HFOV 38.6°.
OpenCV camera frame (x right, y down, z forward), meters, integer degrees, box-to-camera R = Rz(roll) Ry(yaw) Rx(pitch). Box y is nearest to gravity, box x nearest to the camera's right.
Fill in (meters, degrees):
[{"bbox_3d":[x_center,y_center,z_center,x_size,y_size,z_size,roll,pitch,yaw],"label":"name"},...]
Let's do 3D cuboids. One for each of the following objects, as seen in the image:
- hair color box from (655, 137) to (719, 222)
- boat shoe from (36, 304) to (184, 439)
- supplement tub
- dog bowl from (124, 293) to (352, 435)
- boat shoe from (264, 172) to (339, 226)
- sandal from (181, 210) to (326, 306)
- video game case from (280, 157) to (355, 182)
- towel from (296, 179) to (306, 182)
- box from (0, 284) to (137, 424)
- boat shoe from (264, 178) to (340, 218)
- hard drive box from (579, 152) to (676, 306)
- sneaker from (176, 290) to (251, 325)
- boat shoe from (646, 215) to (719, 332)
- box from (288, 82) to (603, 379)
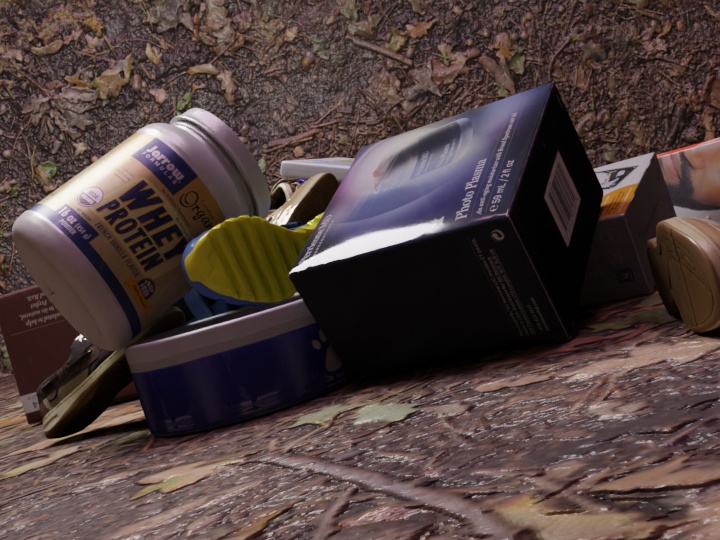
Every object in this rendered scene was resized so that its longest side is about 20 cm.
[{"bbox_3d":[0.332,-0.068,1.022,0.064,0.112,0.199,-18,2,-36],"label":"hair color box"},{"bbox_3d":[-0.253,0.086,1.001,0.200,0.065,0.073,-42,-17,18],"label":"boat shoe"},{"bbox_3d":[-0.192,-0.041,0.927,0.200,0.145,0.144,-42,13,-24],"label":"supplement tub"},{"bbox_3d":[-0.100,0.076,0.901,0.198,0.080,0.200,-16,2,1],"label":"dog bowl"},{"bbox_3d":[-0.091,-0.029,1.109,0.066,0.074,0.201,13,58,35],"label":"boat shoe"},{"bbox_3d":[-0.080,-0.007,0.917,0.087,0.080,0.199,-19,-9,43],"label":"sandal"},{"bbox_3d":[0.029,-0.120,1.255,0.198,0.022,0.182,7,10,20],"label":"video game case"},{"bbox_3d":[-0.028,-0.075,1.302,0.198,0.050,0.148,7,37,36],"label":"towel"},{"bbox_3d":[-0.337,0.083,1.338,0.164,0.166,0.200,-15,2,12],"label":"box"},{"bbox_3d":[-0.077,-0.073,1.203,0.199,0.066,0.072,-25,29,-33],"label":"boat shoe"},{"bbox_3d":[0.183,-0.026,0.974,0.198,0.077,0.156,-15,18,31],"label":"hard drive box"},{"bbox_3d":[-0.171,0.039,1.033,0.200,0.074,0.082,-37,-12,39],"label":"sneaker"},{"bbox_3d":[0.231,-0.006,0.667,0.064,0.072,0.200,-16,1,9],"label":"boat shoe"},{"bbox_3d":[0.075,-0.032,0.844,0.197,0.124,0.201,-16,30,31],"label":"box"}]
